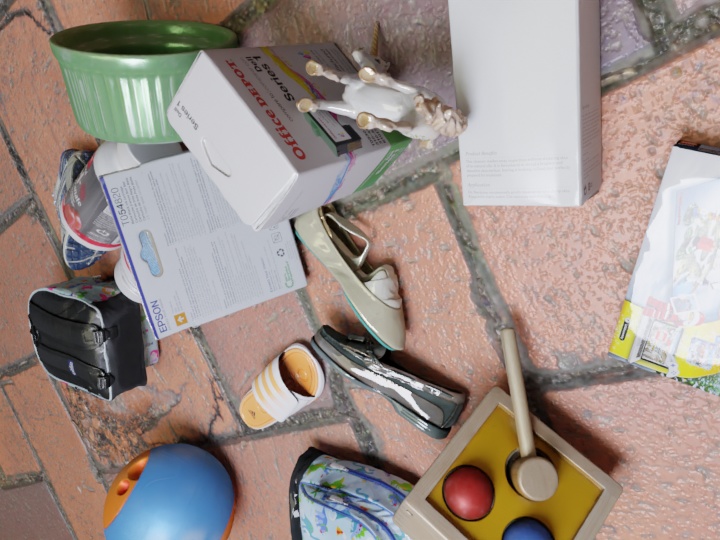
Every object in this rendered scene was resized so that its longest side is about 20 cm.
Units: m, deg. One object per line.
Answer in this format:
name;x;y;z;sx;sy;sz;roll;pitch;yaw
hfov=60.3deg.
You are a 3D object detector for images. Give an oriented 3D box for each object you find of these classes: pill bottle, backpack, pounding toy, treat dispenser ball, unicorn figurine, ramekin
pill bottle;-0.258;-0.033;0.849;0.200;0.109;0.109;-34;87;38
backpack;-0.429;0.098;0.991;0.199;0.150;0.179;8;110;24
pounding toy;0.149;0.205;0.625;0.184;0.200;0.142;38;153;16
treat dispenser ball;-0.298;0.377;0.975;0.200;0.201;0.202;13;115;30
unicorn figurine;0.015;-0.160;0.560;0.200;0.137;0.074;46;124;30
backpack;0.002;0.332;0.805;0.199;0.154;0.164;1;102;21
pill bottle;-0.330;-0.118;0.865;0.200;0.111;0.111;-33;88;38
ramekin;-0.239;-0.220;0.713;0.199;0.200;0.098;20;126;27

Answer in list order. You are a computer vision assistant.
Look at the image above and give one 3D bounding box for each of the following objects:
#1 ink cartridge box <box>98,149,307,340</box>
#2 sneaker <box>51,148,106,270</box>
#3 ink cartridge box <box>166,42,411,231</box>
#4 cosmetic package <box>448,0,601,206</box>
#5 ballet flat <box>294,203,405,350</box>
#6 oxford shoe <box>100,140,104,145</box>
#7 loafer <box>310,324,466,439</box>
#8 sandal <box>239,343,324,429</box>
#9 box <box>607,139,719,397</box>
ink cartridge box;-0.182;-0.044;0.742;0.041;0.199;0.201;7;114;63
sneaker;-0.447;-0.100;0.987;0.085;0.077;0.201;29;115;34
ink cartridge box;-0.063;-0.141;0.614;0.145;0.200;0.084;52;129;6
cosmetic package;0.146;-0.161;0.540;0.112;0.081;0.201;6;110;32
ballet flat;0.000;0.000;0.715;0.200;0.069;0.069;50;128;8
oxford shoe;-0.335;-0.233;0.845;0.070;0.075;0.200;41;126;15
loafer;0.034;0.117;0.742;0.200;0.072;0.063;34;104;11
sandal;-0.124;0.182;0.870;0.079;0.059;0.207;50;128;8
box;0.305;0.006;0.519;0.136;0.038;0.201;20;118;27
